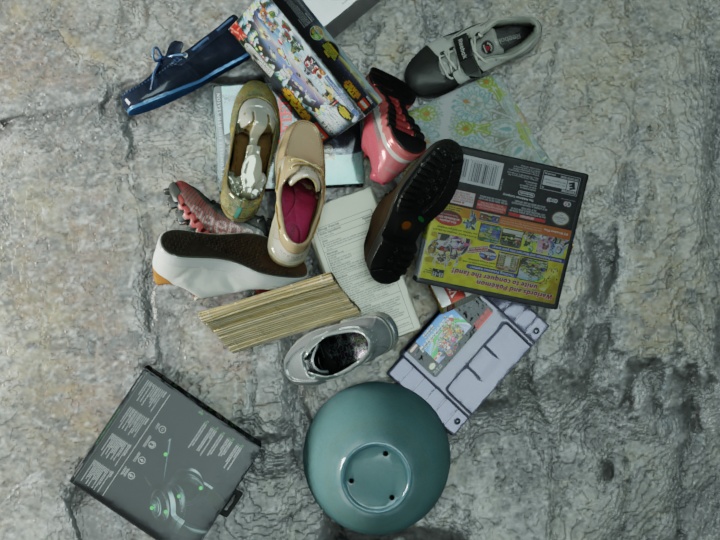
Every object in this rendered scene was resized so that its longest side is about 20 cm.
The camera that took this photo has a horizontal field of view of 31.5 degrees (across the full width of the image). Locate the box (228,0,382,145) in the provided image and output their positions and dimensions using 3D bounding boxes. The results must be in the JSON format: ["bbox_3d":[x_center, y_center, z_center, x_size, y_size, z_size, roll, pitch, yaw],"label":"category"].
[{"bbox_3d":[-0.073,-0.265,1.640,0.040,0.137,0.200,-43,98,-25],"label":"box"}]

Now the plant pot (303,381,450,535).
[{"bbox_3d":[0.021,0.253,1.649,0.198,0.135,0.202,0,93,0],"label":"plant pot"}]

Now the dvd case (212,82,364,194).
[{"bbox_3d":[-0.097,-0.181,1.725,0.198,0.022,0.148,-3,88,-4],"label":"dvd case"}]

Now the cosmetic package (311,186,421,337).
[{"bbox_3d":[0.000,0.000,1.700,0.104,0.071,0.202,-18,90,-3],"label":"cosmetic package"}]

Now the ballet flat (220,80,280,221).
[{"bbox_3d":[-0.139,-0.163,1.654,0.070,0.071,0.202,10,71,-4],"label":"ballet flat"}]

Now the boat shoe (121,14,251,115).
[{"bbox_3d":[-0.235,-0.273,1.695,0.199,0.084,0.069,-31,95,-21],"label":"boat shoe"}]

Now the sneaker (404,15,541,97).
[{"bbox_3d":[0.151,-0.297,1.718,0.199,0.089,0.075,-26,92,-4],"label":"sneaker"}]

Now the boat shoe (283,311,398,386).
[{"bbox_3d":[-0.041,0.105,1.640,0.071,0.200,0.071,-20,86,-49],"label":"boat shoe"}]

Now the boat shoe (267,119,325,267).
[{"bbox_3d":[-0.073,-0.107,1.628,0.073,0.069,0.202,10,69,-17],"label":"boat shoe"}]

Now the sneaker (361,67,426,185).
[{"bbox_3d":[0.025,-0.190,1.667,0.073,0.201,0.087,23,124,-25],"label":"sneaker"}]

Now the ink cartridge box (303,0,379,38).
[{"bbox_3d":[-0.064,-0.420,1.674,0.146,0.147,0.200,-40,91,-5],"label":"ink cartridge box"}]

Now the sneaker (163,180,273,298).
[{"bbox_3d":[-0.170,-0.054,1.689,0.098,0.071,0.200,-44,94,-5],"label":"sneaker"}]

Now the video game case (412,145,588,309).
[{"bbox_3d":[0.181,-0.056,1.656,0.198,0.025,0.183,11,97,-12],"label":"video game case"}]

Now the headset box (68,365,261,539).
[{"bbox_3d":[-0.244,0.251,1.660,0.199,0.093,0.175,33,85,-3],"label":"headset box"}]

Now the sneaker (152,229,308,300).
[{"bbox_3d":[-0.169,0.000,1.633,0.198,0.085,0.073,10,44,-17],"label":"sneaker"}]

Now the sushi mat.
[{"bbox_3d":[-0.105,0.057,1.650,0.198,0.096,0.012,-17,51,20],"label":"sushi mat"}]

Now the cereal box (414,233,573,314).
[{"bbox_3d":[0.166,-0.048,1.716,0.199,0.040,0.145,-26,74,-6],"label":"cereal box"}]

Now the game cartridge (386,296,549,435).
[{"bbox_3d":[0.144,0.106,1.730,0.130,0.038,0.200,43,85,-6],"label":"game cartridge"}]

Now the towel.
[{"bbox_3d":[0.139,-0.155,1.710,0.198,0.048,0.172,-24,68,-6],"label":"towel"}]

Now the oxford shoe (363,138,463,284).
[{"bbox_3d":[0.057,-0.088,1.612,0.072,0.085,0.201,23,111,-30],"label":"oxford shoe"}]
